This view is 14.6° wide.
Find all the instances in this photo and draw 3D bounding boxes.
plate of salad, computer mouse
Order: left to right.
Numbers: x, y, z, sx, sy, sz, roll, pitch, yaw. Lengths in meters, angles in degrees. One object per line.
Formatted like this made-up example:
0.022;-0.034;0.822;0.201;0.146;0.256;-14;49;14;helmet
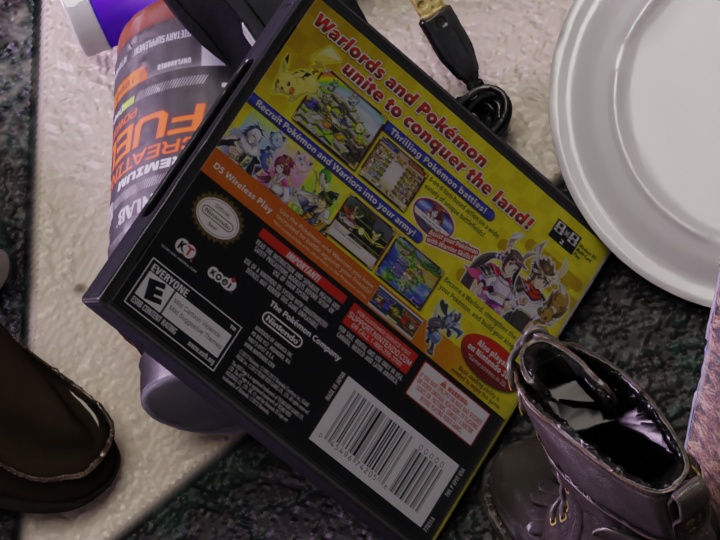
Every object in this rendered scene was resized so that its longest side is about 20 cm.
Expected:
-0.003;-0.115;1.323;0.200;0.046;0.140;52;48;-8;computer mouse
0.188;-0.079;1.320;0.200;0.048;0.200;0;87;2;plate of salad

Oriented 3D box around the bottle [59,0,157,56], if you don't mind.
-0.056;-0.168;1.425;0.200;0.065;0.084;-23;60;1;bottle

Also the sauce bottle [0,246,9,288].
-0.256;-0.048;1.410;0.200;0.065;0.065;38;77;28;sauce bottle

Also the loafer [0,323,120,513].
-0.196;0.042;1.303;0.200;0.071;0.073;32;50;-7;loafer

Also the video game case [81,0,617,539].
0.000;0.000;1.272;0.181;0.200;0.025;-57;22;-17;video game case

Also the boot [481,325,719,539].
0.100;0.083;1.182;0.069;0.174;0.200;-41;44;-13;boot

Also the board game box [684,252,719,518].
0.243;0.020;1.175;0.200;0.159;0.097;-34;59;-25;board game box

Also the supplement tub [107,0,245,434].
-0.066;-0.027;1.331;0.107;0.107;0.200;-6;62;10;supplement tub
